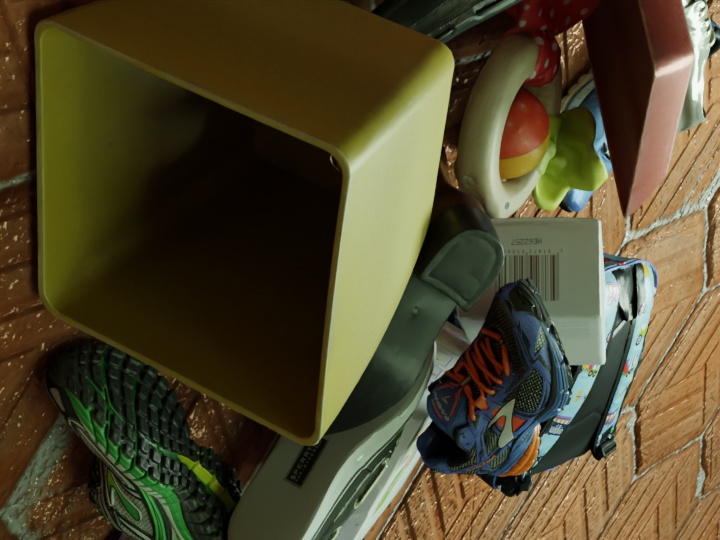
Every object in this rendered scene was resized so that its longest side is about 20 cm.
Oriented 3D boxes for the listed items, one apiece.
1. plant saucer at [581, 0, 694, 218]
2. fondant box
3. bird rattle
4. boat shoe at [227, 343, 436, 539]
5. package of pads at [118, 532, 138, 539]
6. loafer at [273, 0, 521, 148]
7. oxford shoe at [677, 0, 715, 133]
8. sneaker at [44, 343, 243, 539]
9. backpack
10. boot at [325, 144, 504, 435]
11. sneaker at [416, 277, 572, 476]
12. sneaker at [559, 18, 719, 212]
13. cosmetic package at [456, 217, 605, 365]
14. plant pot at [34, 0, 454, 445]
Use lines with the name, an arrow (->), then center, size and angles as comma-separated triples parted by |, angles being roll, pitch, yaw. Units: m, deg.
plant saucer -> 0.191, -0.170, 1.253 | 0.036, 0.201, 0.200 | -7, 153, -2
fondant box -> 0.016, 0.125, 1.348 | 0.145, 0.058, 0.200 | -61, 173, 20
bird rattle -> 0.118, -0.115, 1.264 | 0.163, 0.112, 0.201 | -55, 160, -39
boat shoe -> -0.016, 0.119, 1.202 | 0.200, 0.071, 0.064 | -53, 154, -10
package of pads -> -0.069, 0.235, 1.264 | 0.076, 0.199, 0.120 | -60, 154, -3
loafer -> 0.029, -0.138, 1.126 | 0.200, 0.070, 0.068 | -40, -175, 16
oxford shoe -> 0.234, -0.185, 1.334 | 0.057, 0.075, 0.201 | -8, 131, 0
sneaker -> -0.149, 0.128, 1.156 | 0.078, 0.085, 0.201 | -84, 153, -46
backpack -> 0.152, 0.063, 1.491 | 0.182, 0.134, 0.201 | -13, 130, -50
boot -> 0.000, 0.000, 1.188 | 0.068, 0.200, 0.189 | 33, 103, -23
sneaker -> 0.085, 0.081, 1.179 | 0.078, 0.076, 0.201 | -12, 143, -17
sneaker -> 0.222, -0.131, 1.452 | 0.201, 0.089, 0.078 | -57, 149, 0
cosmetic package -> 0.126, 0.019, 1.292 | 0.200, 0.101, 0.075 | 57, 34, -77
plant pot -> -0.052, -0.060, 1.028 | 0.176, 0.199, 0.201 | -43, 150, -44
